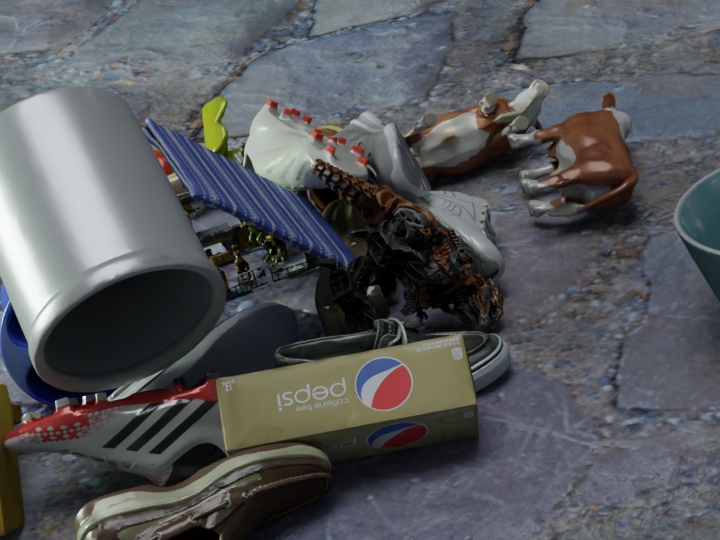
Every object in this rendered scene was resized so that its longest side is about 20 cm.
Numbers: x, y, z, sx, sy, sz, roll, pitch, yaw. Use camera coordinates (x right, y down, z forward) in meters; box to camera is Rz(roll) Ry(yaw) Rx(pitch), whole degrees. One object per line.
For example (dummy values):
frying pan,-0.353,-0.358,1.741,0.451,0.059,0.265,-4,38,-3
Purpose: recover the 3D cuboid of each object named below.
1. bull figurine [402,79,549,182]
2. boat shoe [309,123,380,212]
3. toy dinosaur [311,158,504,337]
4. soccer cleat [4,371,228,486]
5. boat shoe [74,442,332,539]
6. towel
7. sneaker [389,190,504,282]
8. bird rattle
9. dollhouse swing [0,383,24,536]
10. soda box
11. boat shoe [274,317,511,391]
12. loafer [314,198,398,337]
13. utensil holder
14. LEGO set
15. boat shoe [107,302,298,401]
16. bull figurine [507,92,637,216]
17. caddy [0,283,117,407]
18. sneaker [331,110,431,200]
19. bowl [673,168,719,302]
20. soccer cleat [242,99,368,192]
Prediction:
bull figurine,0.113,-0.141,1.989,0.199,0.065,0.121,-26,-7,-4
boat shoe,-0.025,-0.097,1.990,0.067,0.072,0.200,-21,28,-16
toy dinosaur,0.033,-0.014,1.675,0.199,0.103,0.136,27,34,14
soccer cleat,-0.190,0.138,1.581,0.199,0.086,0.069,-11,-4,-3
boat shoe,-0.110,0.194,1.464,0.201,0.075,0.075,-17,54,-13
towel,-0.094,-0.058,1.695,0.024,0.199,0.145,-55,37,12
sneaker,0.092,-0.040,1.810,0.087,0.075,0.200,-17,25,-15
bird rattle,-0.205,-0.090,2.097,0.200,0.113,0.163,-38,19,-15
dollhouse swing,-0.378,0.192,1.645,0.199,0.176,0.183,-14,66,3
soda box,-0.010,0.108,1.522,0.199,0.068,0.064,-11,63,-1
boat shoe,0.023,0.076,1.606,0.199,0.071,0.072,-13,25,3
loafer,0.000,0.000,1.783,0.067,0.076,0.200,-10,36,9
utensil holder,-0.224,-0.029,1.615,0.169,0.170,0.201,-21,61,-12
LEGO set,-0.115,-0.056,1.903,0.199,0.116,0.154,-16,25,-1
boat shoe,-0.143,0.083,1.687,0.200,0.074,0.065,-31,33,-32
bull figurine,0.211,-0.110,1.876,0.121,0.065,0.200,-17,20,6
caddy,-0.231,0.040,1.748,0.199,0.142,0.105,-22,23,-13
sneaker,0.009,-0.094,1.850,0.082,0.075,0.200,-32,15,-4
bowl,0.359,-0.014,1.558,0.200,0.106,0.201,-13,24,6
soccer cleat,-0.052,-0.098,1.806,0.069,0.078,0.200,18,10,-31
